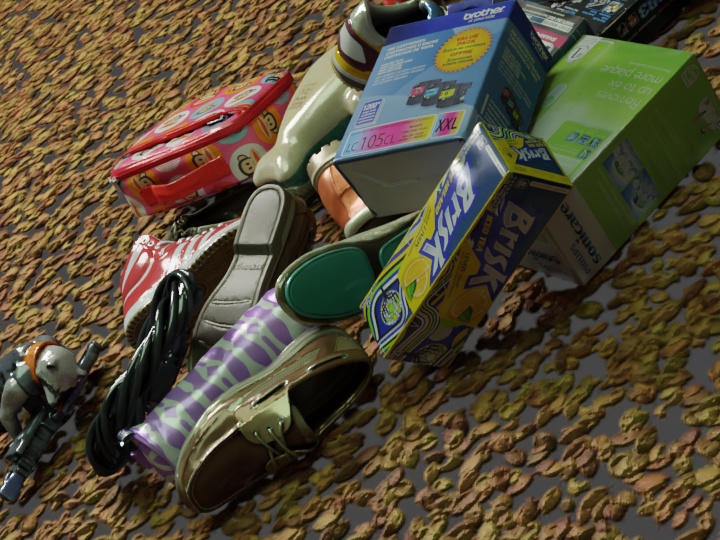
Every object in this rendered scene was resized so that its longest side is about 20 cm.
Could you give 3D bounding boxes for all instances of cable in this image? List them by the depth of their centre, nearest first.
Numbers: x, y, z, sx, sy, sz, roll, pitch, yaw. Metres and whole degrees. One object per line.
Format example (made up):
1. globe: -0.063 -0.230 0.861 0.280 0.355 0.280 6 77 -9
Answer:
1. cable: -0.193 0.086 1.649 0.200 0.051 0.163 -64 -3 33

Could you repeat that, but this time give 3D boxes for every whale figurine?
1. whale figurine: -0.017 -0.143 1.840 0.200 0.104 0.159 -53 22 -22

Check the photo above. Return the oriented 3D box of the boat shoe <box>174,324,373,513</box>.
1. boat shoe: -0.070 0.124 1.547 0.200 0.076 0.072 -46 33 -13

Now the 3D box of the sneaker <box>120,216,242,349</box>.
1. sneaker: -0.155 -0.014 1.832 0.200 0.071 0.113 -36 33 5

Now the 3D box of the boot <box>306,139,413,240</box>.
1. boot: 0.058 -0.095 1.743 0.199 0.075 0.107 -27 50 4

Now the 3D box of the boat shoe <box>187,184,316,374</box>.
1. boat shoe: -0.091 0.025 1.717 0.072 0.068 0.201 14 77 44

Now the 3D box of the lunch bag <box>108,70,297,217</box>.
1. lunch bag: -0.160 -0.123 1.950 0.199 0.082 0.176 -18 21 34

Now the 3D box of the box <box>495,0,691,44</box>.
1. box: 0.228 -0.270 1.819 0.198 0.050 0.200 -44 31 -11

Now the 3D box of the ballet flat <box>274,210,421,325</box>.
1. ballet flat: 0.000 0.000 1.623 0.199 0.068 0.062 -21 8 -32

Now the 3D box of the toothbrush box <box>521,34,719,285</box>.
1. toothbrush box: 0.189 -0.097 1.577 0.200 0.086 0.145 -47 32 -14

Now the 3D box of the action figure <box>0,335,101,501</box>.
1. action figure: -0.342 0.131 1.795 0.193 0.105 0.200 -27 27 34

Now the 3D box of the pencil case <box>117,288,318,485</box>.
1. pencil case: -0.112 0.104 1.614 0.200 0.084 0.085 -44 13 -16

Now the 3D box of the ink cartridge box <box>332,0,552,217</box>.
1. ink cartridge box: 0.076 -0.149 1.593 0.136 0.076 0.200 -9 43 35

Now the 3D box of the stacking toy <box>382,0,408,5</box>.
1. stacking toy: 0.108 -0.345 2.035 0.200 0.085 0.085 -38 29 11

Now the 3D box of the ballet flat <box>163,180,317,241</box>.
1. ballet flat: -0.115 -0.068 1.891 0.199 0.046 0.067 -30 31 12

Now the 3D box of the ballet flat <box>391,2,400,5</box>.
1. ballet flat: 0.062 -0.218 1.919 0.072 0.068 0.200 -54 34 5

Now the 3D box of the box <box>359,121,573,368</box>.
1. box: 0.082 -0.017 1.488 0.200 0.070 0.064 -58 40 29

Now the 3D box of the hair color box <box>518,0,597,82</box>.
1. hair color box: 0.119 -0.146 1.670 0.200 0.061 0.100 -49 41 -14

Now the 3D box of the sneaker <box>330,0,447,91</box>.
1. sneaker: 0.076 -0.206 1.755 0.090 0.199 0.075 116 147 -45
